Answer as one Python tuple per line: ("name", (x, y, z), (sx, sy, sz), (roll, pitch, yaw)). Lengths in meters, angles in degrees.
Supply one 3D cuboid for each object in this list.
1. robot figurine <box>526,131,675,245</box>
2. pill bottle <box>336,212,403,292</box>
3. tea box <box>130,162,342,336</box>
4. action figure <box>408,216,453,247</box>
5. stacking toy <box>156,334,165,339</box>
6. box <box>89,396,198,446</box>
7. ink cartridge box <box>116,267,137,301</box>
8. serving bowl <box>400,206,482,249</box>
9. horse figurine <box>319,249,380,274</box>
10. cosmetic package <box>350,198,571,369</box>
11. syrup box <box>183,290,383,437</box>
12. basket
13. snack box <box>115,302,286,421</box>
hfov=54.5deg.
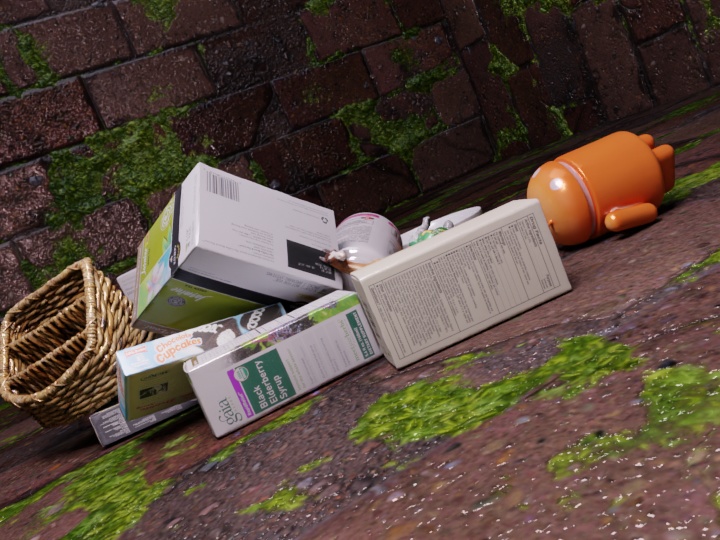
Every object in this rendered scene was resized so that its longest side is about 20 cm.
("robot figurine", (0.301, -0.103, 0.891), (0.200, 0.144, 0.117), (-23, -16, -6))
("pill bottle", (0.000, 0.000, 1.004), (0.113, 0.114, 0.200), (-21, 19, 15))
("tea box", (-0.160, -0.003, 0.897), (0.200, 0.134, 0.197), (19, -43, -33))
("action figure", (0.105, -0.036, 0.850), (0.118, 0.055, 0.200), (11, 9, 16))
("stacking toy", (-0.242, 0.083, 1.077), (0.085, 0.086, 0.200), (-20, -8, 22))
("box", (-0.263, 0.164, 0.980), (0.200, 0.049, 0.161), (-24, 5, -10))
("ink cartridge box", (-0.302, 0.068, 1.205), (0.146, 0.200, 0.086), (-20, 9, 28))
("serving bowl", (0.125, -0.042, 1.206), (0.200, 0.066, 0.200), (-22, 7, 3))
("horse figurine", (0.065, 0.009, 0.848), (0.200, 0.050, 0.132), (8, -5, -31))
("cosmetic package", (0.102, 0.011, 0.726), (0.200, 0.104, 0.073), (-23, 8, -7))
("syrup box", (-0.087, 0.098, 0.773), (0.200, 0.079, 0.081), (-25, 7, -15))
("basket", (-0.400, 0.108, 0.935), (0.200, 0.149, 0.143), (-27, 28, 25))
("snack box", (-0.188, 0.110, 0.841), (0.200, 0.037, 0.116), (-16, -31, -28))
